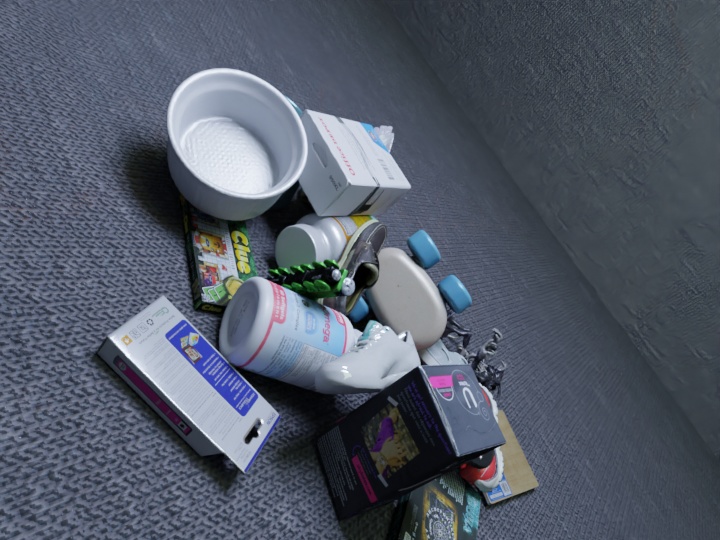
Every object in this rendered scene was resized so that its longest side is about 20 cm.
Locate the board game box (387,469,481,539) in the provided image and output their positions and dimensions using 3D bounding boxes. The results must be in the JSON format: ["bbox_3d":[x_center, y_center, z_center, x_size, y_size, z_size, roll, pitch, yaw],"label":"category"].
[{"bbox_3d":[0.110,0.350,0.730,0.136,0.028,0.200,48,28,-5],"label":"board game box"}]

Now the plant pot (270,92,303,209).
[{"bbox_3d":[-0.164,-0.230,0.916,0.198,0.134,0.203,34,33,-25],"label":"plant pot"}]

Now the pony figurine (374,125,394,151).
[{"bbox_3d":[-0.026,-0.233,1.131,0.197,0.163,0.200,19,72,-48],"label":"pony figurine"}]

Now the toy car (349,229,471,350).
[{"bbox_3d":[0.078,0.055,0.938,0.179,0.182,0.200,54,0,8],"label":"toy car"}]

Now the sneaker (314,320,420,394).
[{"bbox_3d":[0.010,0.107,0.657,0.198,0.074,0.092,12,71,-55],"label":"sneaker"}]

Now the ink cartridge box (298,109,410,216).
[{"bbox_3d":[-0.022,-0.174,0.875,0.198,0.084,0.147,-10,65,-57],"label":"ink cartridge box"}]

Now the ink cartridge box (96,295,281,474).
[{"bbox_3d":[-0.182,0.127,0.575,0.200,0.037,0.095,45,28,-4],"label":"ink cartridge box"}]

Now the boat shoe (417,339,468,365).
[{"bbox_3d":[0.147,0.164,0.886,0.201,0.070,0.072,-129,-161,-55],"label":"boat shoe"}]

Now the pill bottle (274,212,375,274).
[{"bbox_3d":[-0.052,-0.042,0.876,0.112,0.111,0.199,54,29,10],"label":"pill bottle"}]

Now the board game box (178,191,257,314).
[{"bbox_3d":[-0.199,-0.026,0.745,0.103,0.023,0.204,19,41,-46],"label":"board game box"}]

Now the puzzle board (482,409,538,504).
[{"bbox_3d":[0.245,0.334,0.955,0.197,0.017,0.154,13,47,-47],"label":"puzzle board"}]

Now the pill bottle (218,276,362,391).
[{"bbox_3d":[-0.077,0.094,0.685,0.197,0.108,0.111,27,35,-36],"label":"pill bottle"}]

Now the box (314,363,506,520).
[{"bbox_3d":[0.056,0.208,0.642,0.120,0.199,0.108,9,49,-49],"label":"box"}]

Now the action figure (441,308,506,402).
[{"bbox_3d":[0.242,0.164,1.064,0.201,0.102,0.119,49,17,3],"label":"action figure"}]

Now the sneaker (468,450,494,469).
[{"bbox_3d":[0.117,0.224,0.801,0.199,0.088,0.074,39,60,13],"label":"sneaker"}]

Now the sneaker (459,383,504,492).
[{"bbox_3d":[0.180,0.255,0.858,0.084,0.077,0.203,30,31,-23],"label":"sneaker"}]

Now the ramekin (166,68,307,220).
[{"bbox_3d":[-0.183,-0.173,0.754,0.195,0.098,0.207,11,64,-24],"label":"ramekin"}]

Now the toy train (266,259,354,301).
[{"bbox_3d":[-0.075,0.021,0.710,0.056,0.198,0.043,37,66,-28],"label":"toy train"}]

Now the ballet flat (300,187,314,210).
[{"bbox_3d":[-0.040,-0.109,1.043,0.198,0.067,0.064,35,59,-18],"label":"ballet flat"}]

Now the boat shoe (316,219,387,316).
[{"bbox_3d":[0.000,0.000,0.803,0.202,0.063,0.074,-57,148,-34],"label":"boat shoe"}]
